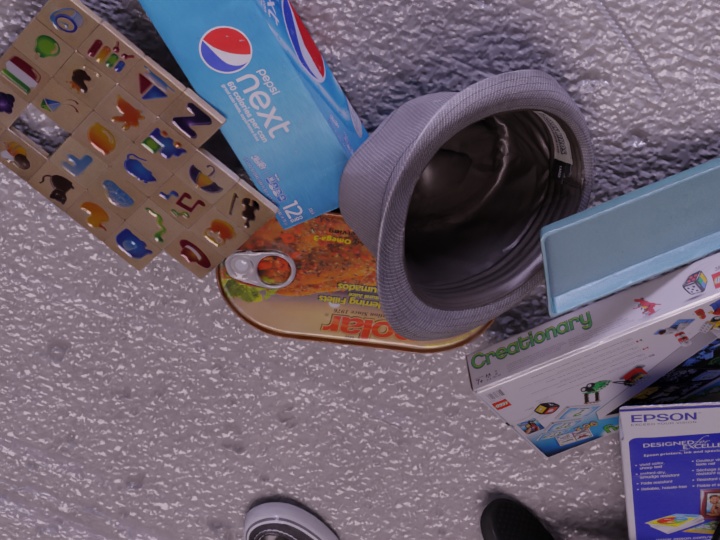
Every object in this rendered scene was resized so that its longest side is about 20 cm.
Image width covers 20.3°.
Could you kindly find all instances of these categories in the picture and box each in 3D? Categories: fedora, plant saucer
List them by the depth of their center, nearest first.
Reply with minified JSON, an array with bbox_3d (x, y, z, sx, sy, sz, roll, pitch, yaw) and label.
[{"bbox_3d":[0.056,-0.053,1.288,0.200,0.090,0.177,-25,128,-34],"label":"fedora"},{"bbox_3d":[0.206,-0.034,1.324,0.199,0.019,0.070,-21,129,-12],"label":"plant saucer"}]

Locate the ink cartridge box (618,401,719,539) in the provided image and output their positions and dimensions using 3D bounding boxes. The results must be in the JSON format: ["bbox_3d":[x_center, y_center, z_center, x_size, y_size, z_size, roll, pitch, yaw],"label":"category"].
[{"bbox_3d":[0.285,0.129,1.436,0.197,0.047,0.200,-4,142,7],"label":"ink cartridge box"}]

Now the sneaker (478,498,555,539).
[{"bbox_3d":[0.125,0.272,1.567,0.108,0.067,0.202,-25,110,39],"label":"sneaker"}]

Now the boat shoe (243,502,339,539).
[{"bbox_3d":[-0.037,0.269,1.574,0.070,0.066,0.200,-14,124,13],"label":"boat shoe"}]

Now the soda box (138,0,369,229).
[{"bbox_3d":[-0.065,-0.128,1.292,0.068,0.064,0.200,-21,122,18],"label":"soda box"}]

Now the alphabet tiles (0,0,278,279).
[{"bbox_3d":[-0.156,-0.078,1.322,0.200,0.008,0.167,38,136,-13],"label":"alphabet tiles"}]

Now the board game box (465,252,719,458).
[{"bbox_3d":[0.189,0.062,1.406,0.199,0.035,0.126,-23,144,18],"label":"board game box"}]

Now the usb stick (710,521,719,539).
[{"bbox_3d":[0.293,0.151,1.402,0.055,0.033,0.200,5,145,-6],"label":"usb stick"}]

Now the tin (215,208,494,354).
[{"bbox_3d":[0.000,0.000,1.397,0.199,0.042,0.112,7,122,-2],"label":"tin"}]
